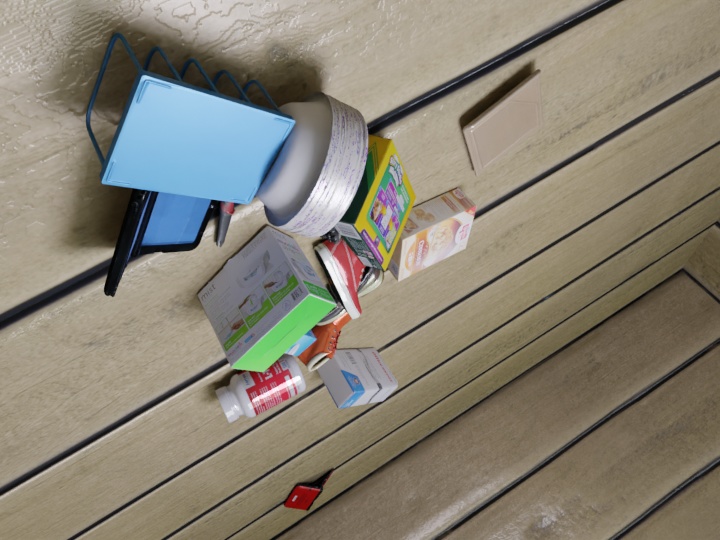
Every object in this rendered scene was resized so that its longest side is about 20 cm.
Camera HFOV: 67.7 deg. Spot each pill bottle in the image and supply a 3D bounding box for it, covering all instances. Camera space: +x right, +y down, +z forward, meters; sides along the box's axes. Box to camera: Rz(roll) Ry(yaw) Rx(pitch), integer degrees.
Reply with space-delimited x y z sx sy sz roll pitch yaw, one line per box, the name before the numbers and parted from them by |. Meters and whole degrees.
pill bottle | -0.244 0.285 1.307 0.200 0.112 0.112 -25 148 -19

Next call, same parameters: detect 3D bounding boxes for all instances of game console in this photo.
game console | -0.277 -0.069 0.784 0.116 0.176 0.200 18 125 -21
game console | -0.226 0.949 2.348 0.172 0.119 0.200 16 128 -16

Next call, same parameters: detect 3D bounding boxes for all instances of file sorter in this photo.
file sorter | -0.216 -0.184 0.670 0.200 0.123 0.139 2 133 -47

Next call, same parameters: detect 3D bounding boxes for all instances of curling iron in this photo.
curling iron | -0.208 -0.107 0.874 0.050 0.026 0.200 -28 155 -45

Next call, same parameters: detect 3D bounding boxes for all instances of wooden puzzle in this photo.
wooden puzzle | 0.297 -0.303 1.116 0.185 0.037 0.200 -38 154 3

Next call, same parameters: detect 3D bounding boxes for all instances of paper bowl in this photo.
paper bowl | -0.085 -0.155 0.768 0.104 0.201 0.201 17 123 -33

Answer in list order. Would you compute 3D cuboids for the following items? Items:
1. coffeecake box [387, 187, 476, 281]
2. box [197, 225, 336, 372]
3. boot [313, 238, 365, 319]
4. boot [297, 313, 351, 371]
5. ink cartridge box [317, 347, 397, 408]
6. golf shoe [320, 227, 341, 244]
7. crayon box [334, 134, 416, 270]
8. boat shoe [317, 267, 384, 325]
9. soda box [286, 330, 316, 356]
coffeecake box | 0.156 -0.082 1.237 0.200 0.073 0.154 -26 147 -18
box | -0.178 0.053 0.986 0.200 0.177 0.097 -43 149 12
boot | 0.000 0.000 1.149 0.144 0.072 0.200 -30 124 -14
boot | -0.073 0.159 1.312 0.200 0.107 0.075 -39 148 3
ink cartridge box | -0.008 0.305 1.540 0.200 0.145 0.084 7 131 -49
golf shoe | -0.053 -0.143 0.961 0.095 0.078 0.200 -47 155 -26
crayon box | 0.029 -0.119 0.991 0.173 0.058 0.200 -68 155 -16
boat shoe | -0.040 0.047 1.233 0.200 0.073 0.065 -39 135 4
soda box | -0.186 0.135 1.205 0.068 0.064 0.200 -42 149 10
